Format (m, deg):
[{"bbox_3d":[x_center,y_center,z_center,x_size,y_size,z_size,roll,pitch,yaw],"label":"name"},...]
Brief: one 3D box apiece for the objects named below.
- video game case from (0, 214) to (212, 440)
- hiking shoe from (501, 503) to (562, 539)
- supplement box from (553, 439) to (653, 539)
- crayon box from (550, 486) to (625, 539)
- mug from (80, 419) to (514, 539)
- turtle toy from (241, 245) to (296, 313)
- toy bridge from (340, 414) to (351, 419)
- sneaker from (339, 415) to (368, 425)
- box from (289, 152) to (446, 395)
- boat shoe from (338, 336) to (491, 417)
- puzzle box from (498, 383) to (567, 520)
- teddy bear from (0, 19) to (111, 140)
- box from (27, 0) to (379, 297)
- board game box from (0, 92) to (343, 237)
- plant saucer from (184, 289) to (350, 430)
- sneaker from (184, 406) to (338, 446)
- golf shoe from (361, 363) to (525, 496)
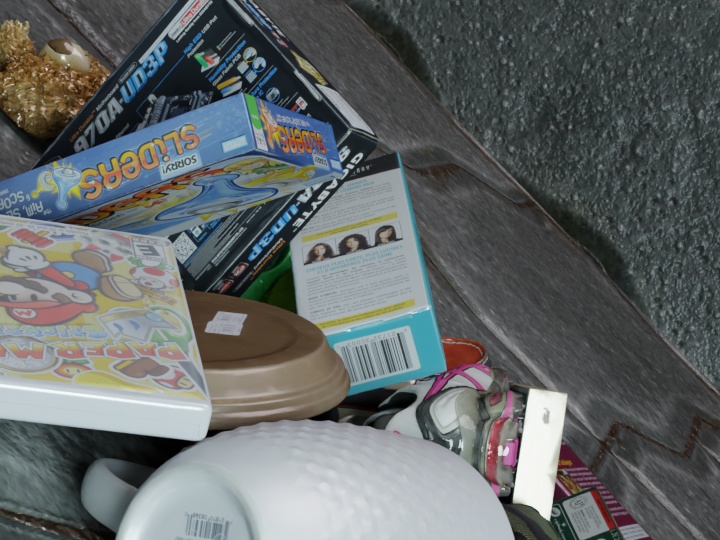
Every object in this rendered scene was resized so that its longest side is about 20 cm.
[{"bbox_3d":[-0.179,0.017,0.955,0.199,0.023,0.182,9,24,-16],"label":"video game case"},{"bbox_3d":[0.095,0.192,1.055,0.100,0.076,0.200,22,15,-43],"label":"hiking shoe"},{"bbox_3d":[0.124,0.173,1.494,0.200,0.086,0.110,48,13,17],"label":"supplement box"},{"bbox_3d":[0.169,0.262,1.229,0.200,0.058,0.173,-111,-178,-62],"label":"crayon box"},{"bbox_3d":[-0.049,0.136,0.960,0.199,0.149,0.175,21,2,35],"label":"mug"},{"bbox_3d":[-0.071,0.001,1.398,0.146,0.101,0.200,31,17,-46],"label":"turtle toy"},{"bbox_3d":[-0.004,0.099,1.466,0.067,0.027,0.200,31,17,-43],"label":"toy bridge"},{"bbox_3d":[0.035,0.140,1.304,0.081,0.088,0.200,35,15,-36],"label":"sneaker"},{"bbox_3d":[0.000,0.000,1.254,0.200,0.082,0.049,-98,173,-59],"label":"box"},{"bbox_3d":[-0.002,0.056,1.298,0.199,0.063,0.071,0,24,-21],"label":"boat shoe"},{"bbox_3d":[0.095,0.139,1.259,0.025,0.134,0.200,9,-2,-3],"label":"puzzle box"},{"bbox_3d":[-0.209,-0.138,1.500,0.145,0.067,0.200,47,11,26],"label":"teddy bear"},{"bbox_3d":[-0.108,-0.066,1.269,0.159,0.200,0.046,48,13,23],"label":"box"},{"bbox_3d":[-0.126,-0.048,1.169,0.135,0.199,0.035,10,64,-68],"label":"board game box"},{"bbox_3d":[-0.103,0.042,1.054,0.199,0.030,0.200,5,12,-1],"label":"plant saucer"},{"bbox_3d":[-0.062,0.083,1.150,0.071,0.098,0.201,41,11,-34],"label":"sneaker"},{"bbox_3d":[0.047,0.090,1.197,0.091,0.073,0.200,8,-2,1],"label":"golf shoe"}]
